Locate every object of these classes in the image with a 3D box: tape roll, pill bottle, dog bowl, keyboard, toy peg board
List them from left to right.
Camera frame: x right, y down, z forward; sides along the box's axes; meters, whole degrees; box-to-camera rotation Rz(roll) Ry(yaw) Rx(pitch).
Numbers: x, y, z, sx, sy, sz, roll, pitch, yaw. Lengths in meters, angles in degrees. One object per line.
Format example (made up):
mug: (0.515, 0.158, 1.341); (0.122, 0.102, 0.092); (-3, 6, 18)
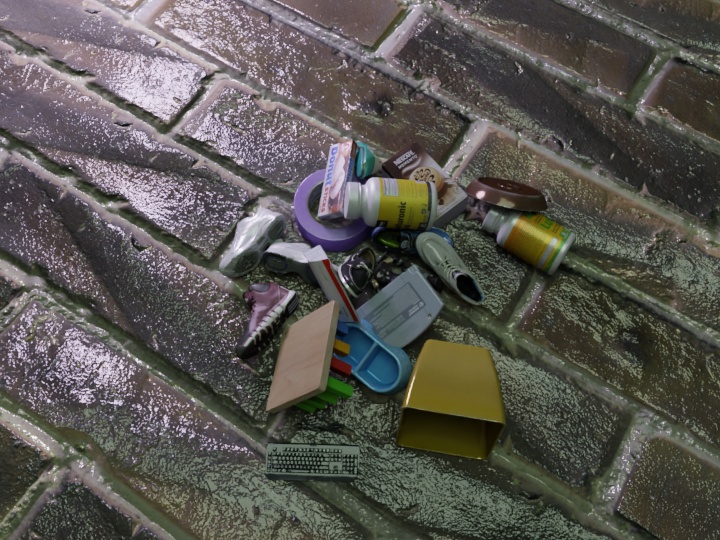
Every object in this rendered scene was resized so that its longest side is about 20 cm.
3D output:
keyboard: (-0.100, 0.378, 1.425); (0.198, 0.021, 0.128); (2, 66, -1)
toy peg board: (-0.091, 0.200, 1.431); (0.098, 0.200, 0.200); (29, 51, -27)
tape roll: (-0.061, -0.148, 1.638); (0.199, 0.066, 0.201); (0, 66, 0)
dog bowl: (0.017, 0.189, 1.470); (0.200, 0.050, 0.112); (38, 99, 16)
pill bottle: (0.066, -0.152, 1.520); (0.198, 0.111, 0.112); (3, 65, -8)
pill bottle: (0.392, -0.086, 1.586); (0.199, 0.111, 0.111); (32, 69, 13)

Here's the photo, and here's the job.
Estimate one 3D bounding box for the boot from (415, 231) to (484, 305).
boot: (0.207, -0.005, 1.514); (0.200, 0.096, 0.074); (44, 92, -12)

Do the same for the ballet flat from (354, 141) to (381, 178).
ballet flat: (0.015, -0.271, 1.649); (0.070, 0.068, 0.200); (9, 22, -16)

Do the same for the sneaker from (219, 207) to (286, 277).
sneaker: (-0.271, -0.069, 1.605); (0.099, 0.078, 0.200); (31, 68, 31)

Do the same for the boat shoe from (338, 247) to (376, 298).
boat shoe: (0.000, 0.000, 1.481); (0.060, 0.200, 0.074); (-33, 99, 14)

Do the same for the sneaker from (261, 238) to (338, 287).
sneaker: (-0.127, -0.025, 1.580); (0.199, 0.075, 0.087); (21, 43, -1)

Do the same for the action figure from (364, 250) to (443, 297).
action figure: (0.087, 0.028, 1.559); (0.199, 0.069, 0.131); (22, 74, 25)

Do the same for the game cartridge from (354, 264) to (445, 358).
game cartridge: (0.083, 0.099, 1.498); (0.200, 0.040, 0.134); (-39, 74, 12)

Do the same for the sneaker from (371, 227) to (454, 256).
sneaker: (0.119, -0.063, 1.576); (0.199, 0.089, 0.079); (7, 107, 8)

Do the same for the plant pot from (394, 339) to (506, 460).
plant pot: (0.188, 0.259, 1.396); (0.199, 0.201, 0.177); (9, 55, 4)

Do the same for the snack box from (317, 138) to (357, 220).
snack box: (-0.054, -0.216, 1.600); (0.072, 0.024, 0.201); (-11, 59, 37)

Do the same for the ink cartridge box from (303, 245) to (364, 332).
ink cartridge box: (-0.058, 0.044, 1.442); (0.047, 0.200, 0.161); (-27, 108, -1)

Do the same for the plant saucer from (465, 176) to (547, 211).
plant saucer: (0.350, -0.186, 1.601); (0.199, 0.035, 0.200); (9, 21, -3)

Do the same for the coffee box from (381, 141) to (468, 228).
coffee box: (0.154, -0.203, 1.654); (0.113, 0.080, 0.200); (-36, 71, -14)

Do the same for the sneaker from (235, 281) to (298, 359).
sneaker: (-0.240, 0.104, 1.527); (0.115, 0.076, 0.200); (31, 59, 18)
